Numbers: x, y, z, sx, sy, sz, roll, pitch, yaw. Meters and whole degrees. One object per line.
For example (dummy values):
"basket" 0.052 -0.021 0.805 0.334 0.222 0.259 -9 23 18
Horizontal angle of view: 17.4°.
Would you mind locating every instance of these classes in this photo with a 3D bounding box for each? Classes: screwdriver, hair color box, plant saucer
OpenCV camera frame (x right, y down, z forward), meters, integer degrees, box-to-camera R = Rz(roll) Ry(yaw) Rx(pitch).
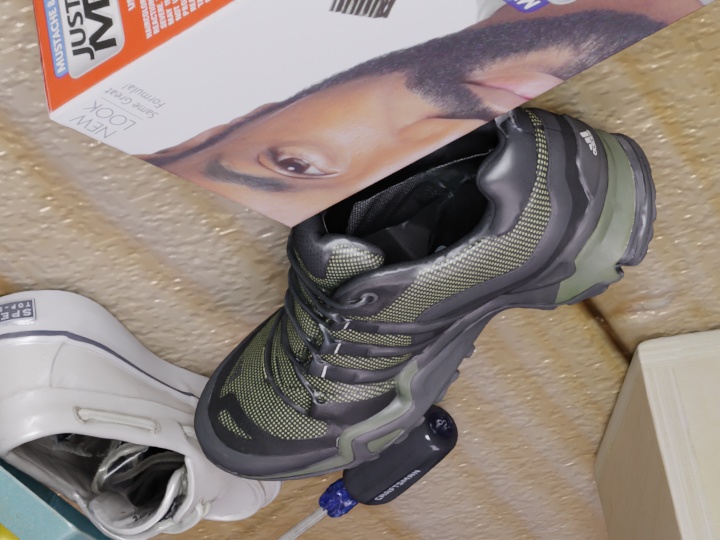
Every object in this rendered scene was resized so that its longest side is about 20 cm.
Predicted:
"screwdriver" -0.025 0.113 1.045 0.200 0.028 0.029 -39 171 37
"hair color box" 0.020 -0.092 0.636 0.200 0.064 0.111 -26 150 30
"plant saucer" -0.118 0.097 0.898 0.019 0.070 0.200 -52 168 -8

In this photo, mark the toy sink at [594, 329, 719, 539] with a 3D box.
"toy sink" 0.215 0.095 1.013 0.199 0.112 0.131 -7 153 -8

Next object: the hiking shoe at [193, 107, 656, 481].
"hiking shoe" 0.000 0.000 0.810 0.200 0.076 0.101 -38 135 26

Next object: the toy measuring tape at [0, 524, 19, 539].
"toy measuring tape" -0.227 0.120 0.940 0.199 0.074 0.074 1 151 -24

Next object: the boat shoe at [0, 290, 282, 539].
"boat shoe" -0.084 0.071 0.905 0.072 0.066 0.200 -18 152 13
